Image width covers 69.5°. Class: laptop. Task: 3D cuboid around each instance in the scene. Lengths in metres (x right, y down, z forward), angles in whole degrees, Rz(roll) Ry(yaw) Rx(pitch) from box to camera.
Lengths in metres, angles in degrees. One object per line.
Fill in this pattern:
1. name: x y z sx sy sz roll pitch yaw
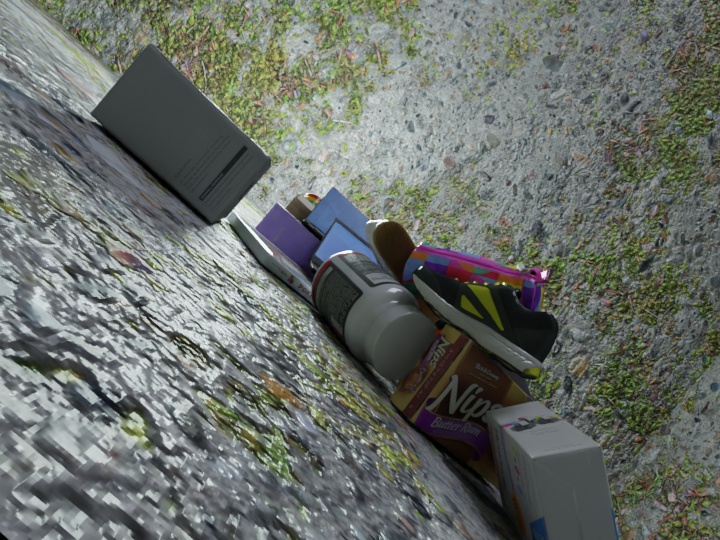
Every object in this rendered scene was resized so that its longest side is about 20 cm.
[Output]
1. laptop: -0.022 -0.082 1.118 0.187 0.116 0.200 42 -1 -8
2. laptop: 0.000 0.000 0.964 0.176 0.104 0.200 38 1 -10

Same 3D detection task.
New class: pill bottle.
1. pill bottle: 0.014 0.059 0.730 0.116 0.116 0.200 42 0 -34

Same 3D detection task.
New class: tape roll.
1. tape roll: -0.130 -0.047 1.108 0.199 0.085 0.200 42 0 0

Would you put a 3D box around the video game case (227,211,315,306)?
1. video game case: -0.129 -0.009 0.876 0.182 0.023 0.200 43 -1 -38

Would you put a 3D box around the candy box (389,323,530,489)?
1. candy box: 0.142 0.173 0.648 0.200 0.117 0.056 43 -6 -30

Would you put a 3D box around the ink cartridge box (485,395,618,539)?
1. ink cartridge box: 0.186 0.213 0.543 0.200 0.066 0.118 107 -27 -89

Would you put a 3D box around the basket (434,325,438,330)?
1. basket: 0.087 0.121 1.050 0.200 0.134 0.184 -121 -170 -76

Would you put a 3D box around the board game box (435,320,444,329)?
1. board game box: 0.145 0.134 1.178 0.135 0.201 0.028 42 20 3

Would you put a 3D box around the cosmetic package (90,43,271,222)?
1. cosmetic package: -0.240 -0.182 0.747 0.200 0.123 0.199 44 -1 -12

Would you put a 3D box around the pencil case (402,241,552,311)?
1. pencil case: 0.155 0.015 0.706 0.197 0.090 0.088 13 -16 30

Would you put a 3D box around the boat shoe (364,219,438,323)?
1. boat shoe: 0.070 -0.001 0.815 0.202 0.070 0.069 59 -12 -27

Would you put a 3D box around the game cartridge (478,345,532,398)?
1. game cartridge: 0.173 0.176 0.733 0.201 0.128 0.039 59 0 -38

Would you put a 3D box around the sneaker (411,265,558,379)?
1. sneaker: 0.150 0.046 0.635 0.199 0.085 0.075 38 -4 29

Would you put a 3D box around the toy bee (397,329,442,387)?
1. toy bee: 0.093 0.142 0.825 0.110 0.129 0.199 66 -18 -12

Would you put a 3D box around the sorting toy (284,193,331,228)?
1. sorting toy: -0.108 -0.085 1.262 0.200 0.070 0.198 43 -37 -10
